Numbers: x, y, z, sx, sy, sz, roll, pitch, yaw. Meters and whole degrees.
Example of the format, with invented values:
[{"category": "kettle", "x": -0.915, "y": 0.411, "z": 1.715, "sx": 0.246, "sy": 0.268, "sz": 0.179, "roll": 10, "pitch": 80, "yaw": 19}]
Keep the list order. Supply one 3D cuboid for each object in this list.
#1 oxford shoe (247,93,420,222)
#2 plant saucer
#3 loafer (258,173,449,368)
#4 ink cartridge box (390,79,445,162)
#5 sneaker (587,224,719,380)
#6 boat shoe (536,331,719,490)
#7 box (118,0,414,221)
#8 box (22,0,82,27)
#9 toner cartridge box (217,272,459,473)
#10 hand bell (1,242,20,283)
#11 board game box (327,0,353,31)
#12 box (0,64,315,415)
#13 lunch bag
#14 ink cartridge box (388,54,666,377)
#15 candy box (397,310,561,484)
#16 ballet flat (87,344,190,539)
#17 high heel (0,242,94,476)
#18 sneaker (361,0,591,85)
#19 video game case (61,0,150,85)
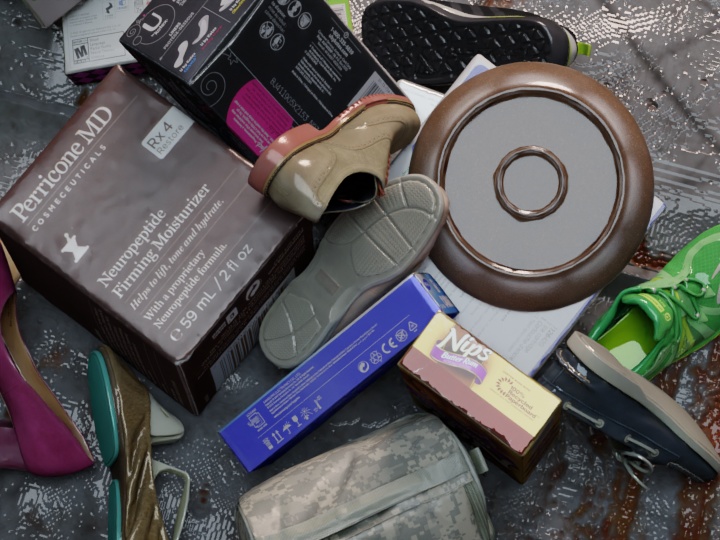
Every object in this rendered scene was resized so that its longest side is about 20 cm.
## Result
[{"category": "oxford shoe", "x": -0.005, "y": -0.080, "z": 1.616, "sx": 0.075, "sy": 0.071, "sz": 0.200, "roll": 42, "pitch": 39, "yaw": 15}, {"category": "plant saucer", "x": 0.136, "y": -0.069, "z": 1.664, "sx": 0.198, "sy": 0.032, "sz": 0.202, "roll": 0, "pitch": 86, "yaw": 4}, {"category": "loafer", "x": 0.000, "y": 0.000, "z": 1.665, "sx": 0.200, "sy": 0.063, "sz": 0.072, "roll": -45, "pitch": 68, "yaw": 17}, {"category": "ink cartridge box", "x": 0.073, "y": -0.039, "z": 1.748, "sx": 0.161, "sy": 0.050, "sz": 0.201, "roll": 21, "pitch": 92, "yaw": 7}, {"category": "sneaker", "x": 0.247, "y": 0.039, "z": 1.689, "sx": 0.200, "sy": 0.084, "sz": 0.074, "roll": -43, "pitch": 77, "yaw": -12}, {"category": "boat shoe", "x": 0.214, "y": 0.120, "z": 1.634, "sx": 0.062, "sy": 0.200, "sz": 0.075, "roll": -47, "pitch": 40, "yaw": 10}, {"category": "box", "x": -0.073, "y": -0.160, "z": 1.677, "sx": 0.132, "sy": 0.200, "sz": 0.115, "roll": -51, "pitch": 45, "yaw": -6}, {"category": "box", "x": -0.247, "y": -0.340, "z": 1.770, "sx": 0.199, "sy": 0.097, "sz": 0.177, "roll": -37, "pitch": 66, "yaw": -3}, {"category": "toner cartridge box", "x": -0.016, "y": 0.080, "z": 1.645, "sx": 0.200, "sy": 0.095, "sz": 0.043, "roll": -39, "pitch": 85, "yaw": 7}, {"category": "hand bell", "x": -0.335, "y": -0.045, "z": 1.664, "sx": 0.103, "sy": 0.200, "sz": 0.105, "roll": 0, "pitch": 72, "yaw": 1}, {"category": "board game box", "x": -0.063, "y": -0.276, "z": 1.819, "sx": 0.095, "sy": 0.030, "sz": 0.202, "roll": -8, "pitch": 76, "yaw": 1}, {"category": "box", "x": -0.161, "y": -0.021, "z": 1.672, "sx": 0.199, "sy": 0.164, "sz": 0.166, "roll": 36, "pitch": 77, "yaw": 11}, {"category": "lunch bag", "x": 0.001, "y": 0.196, "z": 1.601, "sx": 0.199, "sy": 0.168, "sz": 0.140, "roll": -23, "pitch": 74, "yaw": -5}, {"category": "ink cartridge box", "x": 0.111, "y": -0.037, "z": 1.700, "sx": 0.200, "sy": 0.047, "sz": 0.198, "roll": 39, "pitch": 90, "yaw": 4}, {"category": "candy box", "x": 0.095, "y": 0.102, "z": 1.610, "sx": 0.116, "sy": 0.200, "sz": 0.057, "roll": 37, "pitch": 85, "yaw": 11}, {"category": "ballet flat", "x": -0.174, "y": 0.158, "z": 1.676, "sx": 0.072, "sy": 0.068, "sz": 0.202, "roll": -3, "pitch": 72, "yaw": -21}, {"category": "high heel", "x": -0.264, "y": 0.066, "z": 1.676, "sx": 0.095, "sy": 0.067, "sz": 0.202, "roll": -1, "pitch": 105, "yaw": 9}, {"category": "sneaker", "x": 0.098, "y": -0.191, "z": 1.776, "sx": 0.199, "sy": 0.083, "sz": 0.072, "roll": 13, "pitch": 105, "yaw": 24}, {"category": "video game case", "x": -0.163, "y": -0.263, "z": 1.798, "sx": 0.198, "sy": 0.036, "sz": 0.183, "roll": -9, "pitch": 73, "yaw": 8}]
